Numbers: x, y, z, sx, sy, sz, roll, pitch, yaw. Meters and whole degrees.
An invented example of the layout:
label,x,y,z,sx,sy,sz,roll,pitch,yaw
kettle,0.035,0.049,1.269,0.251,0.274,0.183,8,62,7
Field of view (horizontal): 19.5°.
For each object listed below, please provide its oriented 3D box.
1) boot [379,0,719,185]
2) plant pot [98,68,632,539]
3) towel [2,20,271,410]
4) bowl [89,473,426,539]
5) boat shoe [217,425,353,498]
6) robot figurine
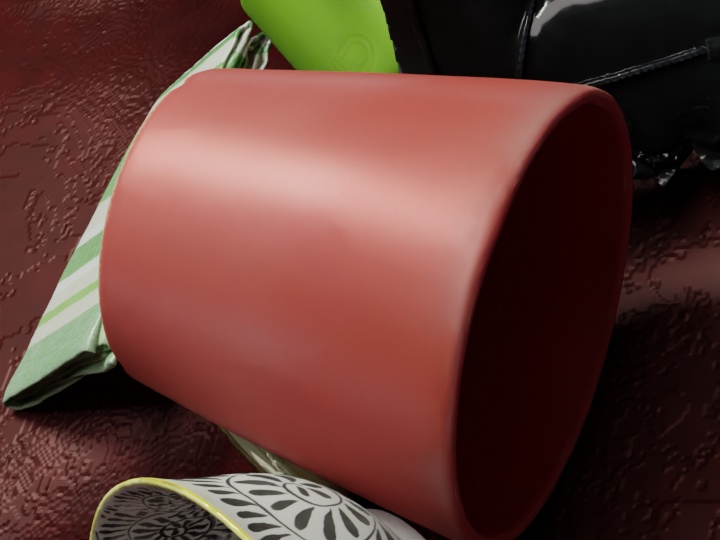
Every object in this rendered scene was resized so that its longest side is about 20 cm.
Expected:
label,x,y,z,sx,sy,sz,roll,pitch,yaw
boot,0.092,-0.125,0.938,0.162,0.199,0.073,-11,24,10
plant pot,0.000,0.000,0.884,0.177,0.201,0.201,15,65,22
towel,-0.117,-0.026,1.098,0.152,0.023,0.200,-26,37,61
bowl,-0.015,0.155,0.843,0.094,0.201,0.200,-28,35,-33
boat shoe,-0.042,0.038,1.004,0.066,0.074,0.200,-41,44,8
robot figurine,0.006,-0.145,1.054,0.116,0.175,0.200,-43,76,4
